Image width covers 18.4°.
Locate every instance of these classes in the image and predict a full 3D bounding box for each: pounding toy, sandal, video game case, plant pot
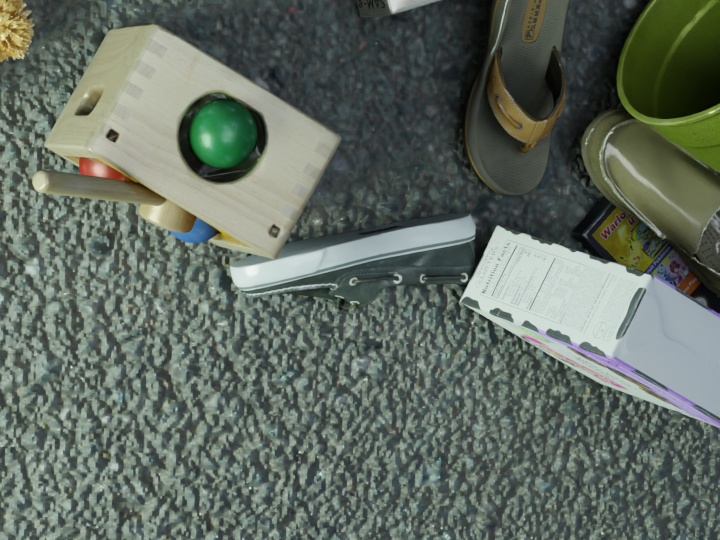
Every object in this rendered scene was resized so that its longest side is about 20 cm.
[{"bbox_3d":[-0.137,-0.080,1.573,0.184,0.200,0.142,30,84,-19],"label":"pounding toy"},{"bbox_3d":[0.131,-0.142,1.706,0.082,0.055,0.200,-4,122,-29],"label":"sandal"},{"bbox_3d":[0.298,-0.042,1.820,0.181,0.026,0.200,44,81,-17],"label":"video game case"},{"bbox_3d":[0.337,-0.137,1.724,0.193,0.200,0.200,40,81,-29],"label":"plant pot"}]

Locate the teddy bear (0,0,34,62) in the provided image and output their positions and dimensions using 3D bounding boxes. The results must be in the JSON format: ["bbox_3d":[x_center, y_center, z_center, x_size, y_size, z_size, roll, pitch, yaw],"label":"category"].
[{"bbox_3d":[-0.328,-0.163,1.571,0.200,0.067,0.145,-13,96,-18],"label":"teddy bear"}]

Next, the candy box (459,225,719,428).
[{"bbox_3d":[0.200,0.047,1.684,0.168,0.200,0.072,29,85,-32],"label":"candy box"}]

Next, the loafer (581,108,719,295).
[{"bbox_3d":[0.258,-0.054,1.756,0.200,0.067,0.076,40,82,-18],"label":"loafer"}]

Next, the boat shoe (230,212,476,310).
[{"bbox_3d":[0.000,0.000,1.698,0.200,0.069,0.057,-12,98,-20],"label":"boat shoe"}]

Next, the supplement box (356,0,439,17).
[{"bbox_3d":[0.041,-0.303,1.684,0.126,0.074,0.200,-19,100,-17],"label":"supplement box"}]
